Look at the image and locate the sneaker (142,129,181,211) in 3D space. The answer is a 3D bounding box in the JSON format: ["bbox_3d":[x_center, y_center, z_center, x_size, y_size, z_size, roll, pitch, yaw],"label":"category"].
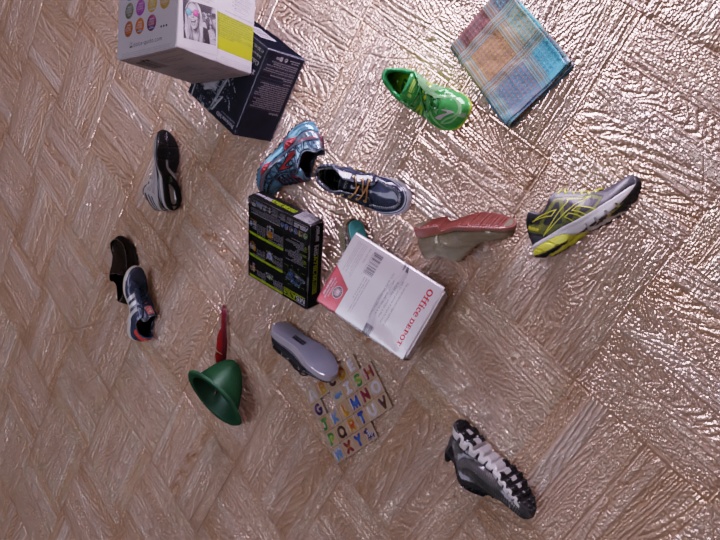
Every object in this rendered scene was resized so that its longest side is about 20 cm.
[{"bbox_3d":[-0.526,-0.252,1.708,0.113,0.075,0.207,-3,92,36],"label":"sneaker"}]

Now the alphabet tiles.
[{"bbox_3d":[-0.021,0.280,1.371,0.199,0.007,0.170,-40,67,32],"label":"alphabet tiles"}]

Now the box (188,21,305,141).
[{"bbox_3d":[-0.253,-0.427,1.463,0.200,0.122,0.200,42,117,29],"label":"box"}]

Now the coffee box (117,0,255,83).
[{"bbox_3d":[-0.347,-0.508,1.331,0.196,0.198,0.204,5,92,36],"label":"coffee box"}]

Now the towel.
[{"bbox_3d":[0.250,-0.365,1.130,0.147,0.021,0.203,-44,66,30],"label":"towel"}]

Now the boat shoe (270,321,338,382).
[{"bbox_3d":[-0.124,0.187,1.416,0.198,0.069,0.068,31,127,30],"label":"boat shoe"}]

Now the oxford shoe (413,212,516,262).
[{"bbox_3d":[0.188,-0.056,1.171,0.196,0.070,0.076,-1,112,41],"label":"oxford shoe"}]

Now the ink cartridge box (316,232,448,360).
[{"bbox_3d":[0.042,0.050,1.212,0.198,0.083,0.149,33,89,16],"label":"ink cartridge box"}]

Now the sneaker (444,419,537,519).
[{"bbox_3d":[0.219,0.360,1.152,0.200,0.066,0.092,45,119,32],"label":"sneaker"}]

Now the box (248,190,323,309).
[{"bbox_3d":[-0.164,-0.045,1.419,0.197,0.047,0.198,26,126,35],"label":"box"}]

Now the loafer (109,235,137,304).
[{"bbox_3d":[-0.651,-0.001,1.816,0.072,0.071,0.205,-29,74,34],"label":"loafer"}]

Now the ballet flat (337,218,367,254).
[{"bbox_3d":[0.000,0.000,1.316,0.075,0.066,0.205,-34,70,54],"label":"ballet flat"}]

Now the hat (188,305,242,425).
[{"bbox_3d":[-0.298,0.236,1.581,0.163,0.176,0.203,16,138,34],"label":"hat"}]

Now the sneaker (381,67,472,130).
[{"bbox_3d":[0.113,-0.311,1.200,0.198,0.083,0.076,34,111,31],"label":"sneaker"}]

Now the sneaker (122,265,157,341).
[{"bbox_3d":[-0.577,0.090,1.763,0.083,0.074,0.206,8,106,38],"label":"sneaker"}]

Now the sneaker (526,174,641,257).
[{"bbox_3d":[0.338,-0.098,1.036,0.199,0.074,0.086,-36,70,33],"label":"sneaker"}]

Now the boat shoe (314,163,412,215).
[{"bbox_3d":[0.001,-0.157,1.288,0.197,0.090,0.073,22,105,35],"label":"boat shoe"}]

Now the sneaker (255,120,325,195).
[{"bbox_3d":[-0.149,-0.218,1.412,0.200,0.078,0.096,-47,67,29],"label":"sneaker"}]
